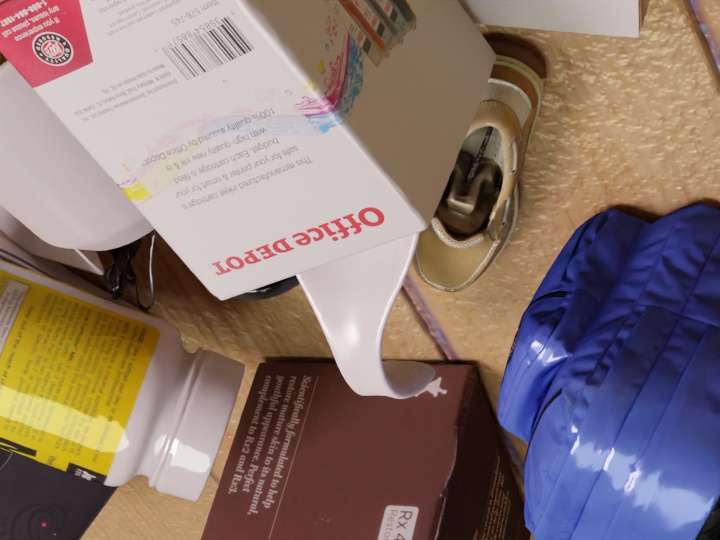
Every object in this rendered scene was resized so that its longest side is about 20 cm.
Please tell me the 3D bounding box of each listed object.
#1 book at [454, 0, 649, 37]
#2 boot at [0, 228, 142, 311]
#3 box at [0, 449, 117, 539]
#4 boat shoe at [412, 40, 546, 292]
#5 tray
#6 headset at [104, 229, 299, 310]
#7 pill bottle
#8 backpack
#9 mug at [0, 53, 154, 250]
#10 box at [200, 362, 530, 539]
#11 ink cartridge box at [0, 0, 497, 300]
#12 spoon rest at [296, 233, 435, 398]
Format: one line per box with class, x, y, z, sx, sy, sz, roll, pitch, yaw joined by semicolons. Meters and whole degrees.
book;0.045;-0.191;0.981;0.200;0.048;0.134;6;138;16
boot;-0.234;0.039;1.316;0.200;0.090;0.073;27;141;-13
box;-0.282;0.120;1.381;0.200;0.122;0.106;37;177;-25
boat shoe;0.058;-0.042;1.125;0.072;0.076;0.200;12;142;3
tray;-0.244;-0.073;1.216;0.107;0.022;0.200;13;151;51
headset;-0.084;-0.042;1.201;0.200;0.094;0.123;-33;120;26
pill bottle;-0.182;0.070;1.235;0.200;0.114;0.114;20;142;-5
backpack;0.165;0.080;1.133;0.168;0.200;0.163;19;142;11
mug;-0.170;-0.103;1.097;0.149;0.187;0.153;-29;127;11
box;0.011;0.188;1.349;0.164;0.166;0.200;0;139;21
ink cartridge box;-0.055;-0.114;0.963;0.145;0.145;0.200;-18;123;36
spoon rest;0.000;0.000;1.138;0.099;0.061;0.200;2;127;25
